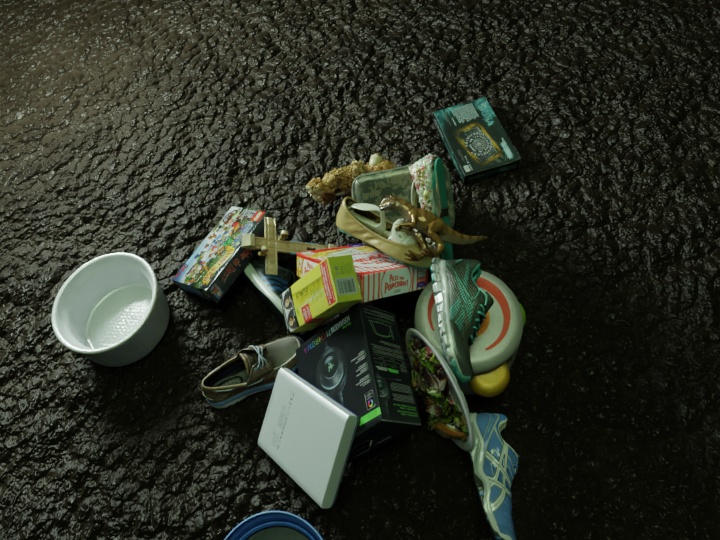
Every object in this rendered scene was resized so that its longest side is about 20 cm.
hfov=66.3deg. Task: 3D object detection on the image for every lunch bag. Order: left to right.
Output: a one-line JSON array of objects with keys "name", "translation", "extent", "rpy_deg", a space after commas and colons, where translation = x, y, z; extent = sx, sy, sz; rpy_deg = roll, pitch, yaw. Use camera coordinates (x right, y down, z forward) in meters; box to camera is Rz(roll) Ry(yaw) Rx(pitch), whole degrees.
[{"name": "lunch bag", "translation": [0.082, -0.127, 1.064], "extent": [0.193, 0.168, 0.144], "rpy_deg": [-12, 97, 1]}]

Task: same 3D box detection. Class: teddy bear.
[{"name": "teddy bear", "translation": [-0.020, -0.190, 1.128], "extent": [0.194, 0.145, 0.069], "rpy_deg": [-18, 78, 15]}]

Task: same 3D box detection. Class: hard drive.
[{"name": "hard drive", "translation": [-0.087, 0.249, 0.849], "extent": [0.198, 0.025, 0.136], "rpy_deg": [18, 91, 51]}]

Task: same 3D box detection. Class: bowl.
[{"name": "bowl", "translation": [-0.129, 0.465, 0.803], "extent": [0.193, 0.040, 0.206], "rpy_deg": [-3, 59, 5]}]

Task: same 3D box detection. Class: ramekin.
[{"name": "ramekin", "translation": [-0.459, 0.079, 1.036], "extent": [0.193, 0.099, 0.206], "rpy_deg": [-3, 59, 5]}]

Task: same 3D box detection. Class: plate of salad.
[{"name": "plate of salad", "translation": [0.111, 0.187, 0.847], "extent": [0.047, 0.202, 0.203], "rpy_deg": [-24, 59, -12]}]

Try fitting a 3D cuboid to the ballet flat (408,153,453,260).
[{"name": "ballet flat", "translation": [0.122, -0.096, 0.959], "extent": [0.062, 0.075, 0.207], "rpy_deg": [-4, 93, 31]}]

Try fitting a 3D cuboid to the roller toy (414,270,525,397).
[{"name": "roller toy", "translation": [0.178, 0.101, 0.927], "extent": [0.177, 0.141, 0.204], "rpy_deg": [18, 63, 17]}]

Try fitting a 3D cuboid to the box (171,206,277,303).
[{"name": "box", "translation": [-0.267, -0.038, 1.087], "extent": [0.134, 0.038, 0.202], "rpy_deg": [9, 57, 43]}]

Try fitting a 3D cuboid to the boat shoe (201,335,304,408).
[{"name": "boat shoe", "translation": [-0.185, 0.172, 0.964], "extent": [0.197, 0.073, 0.073], "rpy_deg": [-31, 61, -12]}]

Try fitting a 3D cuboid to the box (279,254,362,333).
[{"name": "box", "translation": [-0.070, 0.044, 0.902], "extent": [0.049, 0.199, 0.078], "rpy_deg": [-6, 75, -33]}]

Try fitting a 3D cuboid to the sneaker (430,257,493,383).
[{"name": "sneaker", "translation": [0.159, 0.064, 0.829], "extent": [0.088, 0.078, 0.206], "rpy_deg": [-9, 62, 9]}]

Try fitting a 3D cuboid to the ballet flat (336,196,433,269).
[{"name": "ballet flat", "translation": [0.042, -0.066, 0.927], "extent": [0.196, 0.065, 0.068], "rpy_deg": [25, 36, 20]}]

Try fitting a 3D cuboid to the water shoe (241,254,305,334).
[{"name": "water shoe", "translation": [-0.151, 0.032, 1.045], "extent": [0.078, 0.072, 0.200], "rpy_deg": [-37, 63, -18]}]

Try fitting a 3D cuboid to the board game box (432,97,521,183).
[{"name": "board game box", "translation": [0.253, -0.292, 1.218], "extent": [0.131, 0.028, 0.204], "rpy_deg": [-16, 58, -3]}]

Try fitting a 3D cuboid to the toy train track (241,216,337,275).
[{"name": "toy train track", "translation": [-0.129, -0.049, 1.055], "extent": [0.194, 0.032, 0.118], "rpy_deg": [6, 66, -29]}]

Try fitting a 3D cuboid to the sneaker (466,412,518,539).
[{"name": "sneaker", "translation": [0.207, 0.311, 0.836], "extent": [0.074, 0.076, 0.205], "rpy_deg": [-11, 60, 4]}]

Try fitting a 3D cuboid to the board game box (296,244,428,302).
[{"name": "board game box", "translation": [0.000, 0.000, 0.970], "extent": [0.148, 0.048, 0.197], "rpy_deg": [-10, 18, -38]}]

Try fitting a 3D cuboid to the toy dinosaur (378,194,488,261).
[{"name": "toy dinosaur", "translation": [0.120, -0.062, 0.878], "extent": [0.195, 0.061, 0.109], "rpy_deg": [25, 63, -6]}]

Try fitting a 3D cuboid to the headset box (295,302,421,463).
[{"name": "headset box", "translation": [-0.010, 0.189, 0.873], "extent": [0.173, 0.091, 0.205], "rpy_deg": [-37, 51, 34]}]
